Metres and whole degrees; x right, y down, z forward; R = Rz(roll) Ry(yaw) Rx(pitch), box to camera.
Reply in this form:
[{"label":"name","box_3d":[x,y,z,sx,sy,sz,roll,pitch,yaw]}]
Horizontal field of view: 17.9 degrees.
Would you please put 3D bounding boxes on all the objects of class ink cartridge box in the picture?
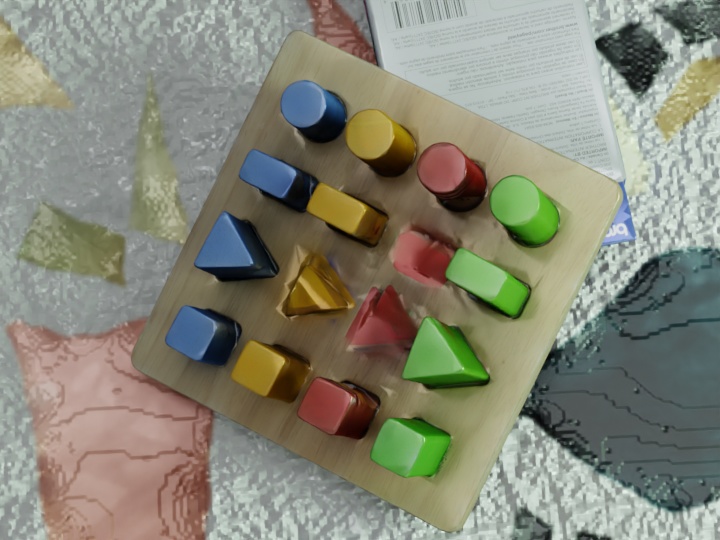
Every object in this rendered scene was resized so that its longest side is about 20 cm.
[{"label":"ink cartridge box","box_3d":[0.072,-0.096,1.240,0.118,0.042,0.202,-11,74,-2]}]

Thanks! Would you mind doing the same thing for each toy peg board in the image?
[{"label":"toy peg board","box_3d":[0.000,0.000,1.158,0.198,0.098,0.201,26,90,12]}]
